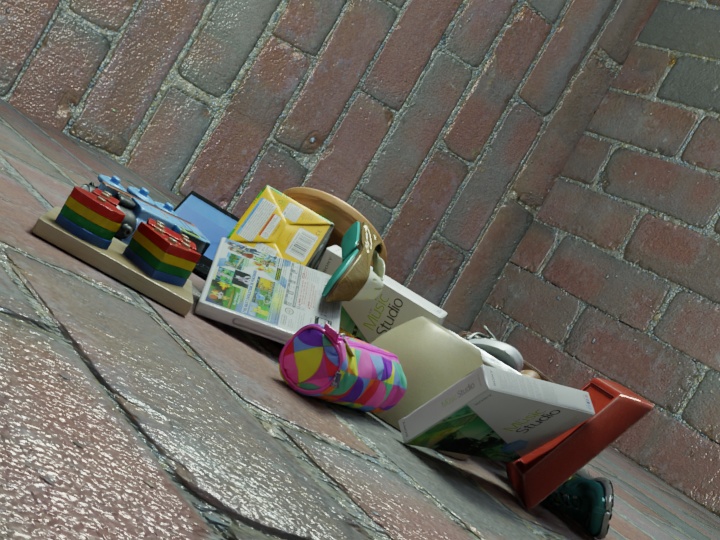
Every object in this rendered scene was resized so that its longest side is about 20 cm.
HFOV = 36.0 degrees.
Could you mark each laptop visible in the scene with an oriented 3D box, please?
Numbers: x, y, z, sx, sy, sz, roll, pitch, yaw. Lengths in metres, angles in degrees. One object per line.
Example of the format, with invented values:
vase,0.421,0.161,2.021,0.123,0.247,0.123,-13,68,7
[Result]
laptop,-0.269,-0.062,1.863,0.177,0.104,0.200,30,1,11

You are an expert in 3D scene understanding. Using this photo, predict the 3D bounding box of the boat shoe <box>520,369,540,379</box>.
boat shoe,0.215,0.206,1.634,0.076,0.072,0.200,47,-29,8

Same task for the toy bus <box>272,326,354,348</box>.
toy bus,-0.104,0.066,1.539,0.200,0.065,0.078,32,2,38

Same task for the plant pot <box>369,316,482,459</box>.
plant pot,0.087,0.141,1.478,0.200,0.135,0.200,30,2,-1

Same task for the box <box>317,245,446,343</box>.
box,0.008,0.075,1.616,0.200,0.145,0.036,31,19,17

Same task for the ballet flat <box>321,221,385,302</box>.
ballet flat,0.000,0.000,1.523,0.072,0.068,0.200,38,24,-10

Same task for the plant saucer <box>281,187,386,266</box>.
plant saucer,-0.054,-0.046,1.720,0.199,0.038,0.201,24,-31,16

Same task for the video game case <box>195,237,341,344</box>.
video game case,-0.113,0.034,1.452,0.182,0.022,0.200,20,25,-7

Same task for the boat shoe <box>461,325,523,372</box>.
boat shoe,0.175,0.122,1.597,0.074,0.068,0.199,57,-29,-6

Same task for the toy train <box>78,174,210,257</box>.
toy train,-0.309,-0.063,1.560,0.114,0.087,0.200,39,7,39

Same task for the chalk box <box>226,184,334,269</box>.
chalk box,-0.136,-0.010,1.689,0.123,0.125,0.200,30,-30,3

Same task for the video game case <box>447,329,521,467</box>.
video game case,0.176,0.190,1.579,0.143,0.017,0.201,31,-36,35

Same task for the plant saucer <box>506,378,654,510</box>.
plant saucer,0.268,0.210,1.428,0.037,0.200,0.200,49,1,-1

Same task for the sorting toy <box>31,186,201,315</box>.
sorting toy,-0.285,-0.036,1.361,0.199,0.070,0.199,30,2,-12

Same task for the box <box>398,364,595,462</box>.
box,0.165,0.176,1.327,0.199,0.144,0.036,18,47,-38

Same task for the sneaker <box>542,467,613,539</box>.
sneaker,0.276,0.301,1.467,0.079,0.078,0.200,10,2,-13

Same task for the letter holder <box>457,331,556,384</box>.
letter holder,0.238,0.209,1.954,0.199,0.143,0.101,30,2,15

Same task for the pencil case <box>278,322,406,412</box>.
pencil case,-0.016,0.117,1.297,0.088,0.089,0.200,31,1,27
